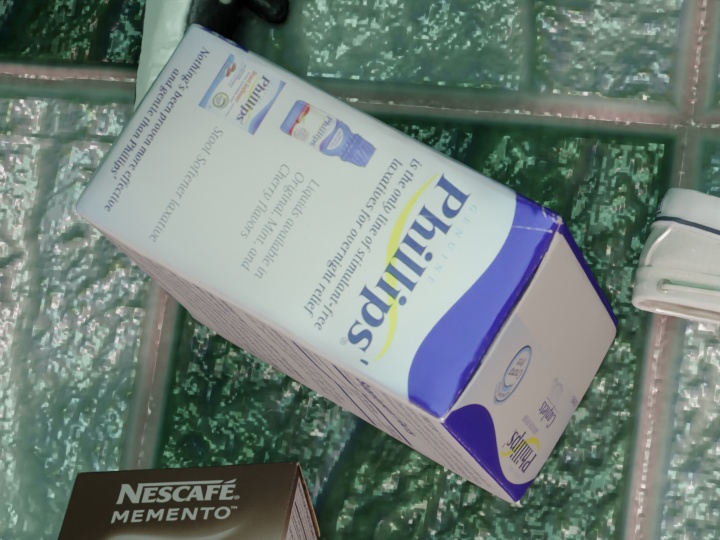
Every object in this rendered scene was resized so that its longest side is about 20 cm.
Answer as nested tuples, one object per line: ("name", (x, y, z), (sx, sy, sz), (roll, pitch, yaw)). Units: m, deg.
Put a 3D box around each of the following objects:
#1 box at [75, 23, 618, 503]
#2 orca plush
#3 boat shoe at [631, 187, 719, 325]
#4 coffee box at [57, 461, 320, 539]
("box", (0.000, 0.000, 1.243), (0.200, 0.184, 0.105), (30, 83, 19))
("orca plush", (-0.063, -0.140, 1.354), (0.071, 0.105, 0.200), (18, 50, -19))
("boat shoe", (0.214, 0.032, 1.235), (0.202, 0.075, 0.086), (21, 82, 21))
("coffee box", (-0.088, 0.184, 1.222), (0.114, 0.080, 0.200), (-4, 40, 12))
